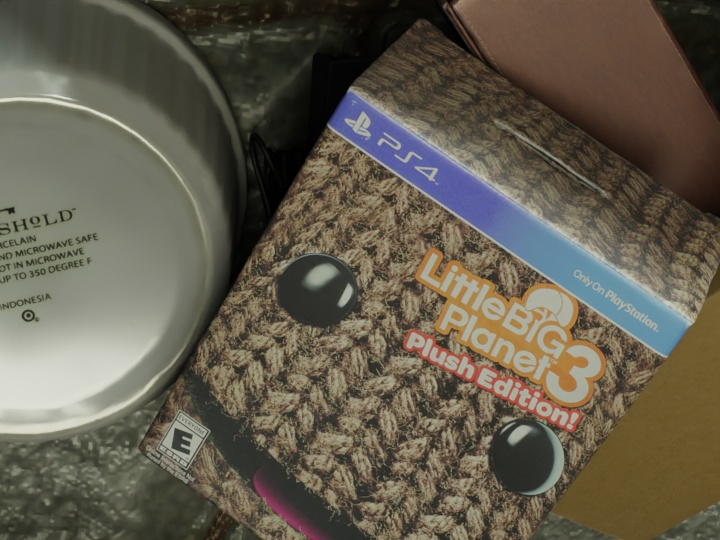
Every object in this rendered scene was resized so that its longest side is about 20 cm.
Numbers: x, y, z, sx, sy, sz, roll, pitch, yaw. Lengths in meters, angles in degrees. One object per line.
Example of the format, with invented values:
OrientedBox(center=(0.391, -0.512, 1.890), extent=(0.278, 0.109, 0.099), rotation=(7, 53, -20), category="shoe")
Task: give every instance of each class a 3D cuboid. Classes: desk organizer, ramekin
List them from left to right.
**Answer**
OrientedBox(center=(-0.143, -0.018, 0.855), extent=(0.201, 0.094, 0.204), rotation=(-4, 117, -7), category="ramekin")
OrientedBox(center=(0.110, -0.071, 0.885), extent=(0.077, 0.072, 0.200), rotation=(-33, 116, 5), category="desk organizer")

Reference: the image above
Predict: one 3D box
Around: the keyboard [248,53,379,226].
OrientedBox(center=(0.000, 0.000, 0.916), extent=(0.103, 0.040, 0.201), rotation=(-3, 115, -12), category="keyboard")

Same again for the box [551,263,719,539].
OrientedBox(center=(0.157, 0.059, 0.917), extent=(0.200, 0.021, 0.163), rotation=(-34, 140, 30), category="box")

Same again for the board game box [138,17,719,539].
OrientedBox(center=(0.029, 0.030, 0.827), extent=(0.159, 0.097, 0.201), rotation=(34, 120, 4), category="board game box")
